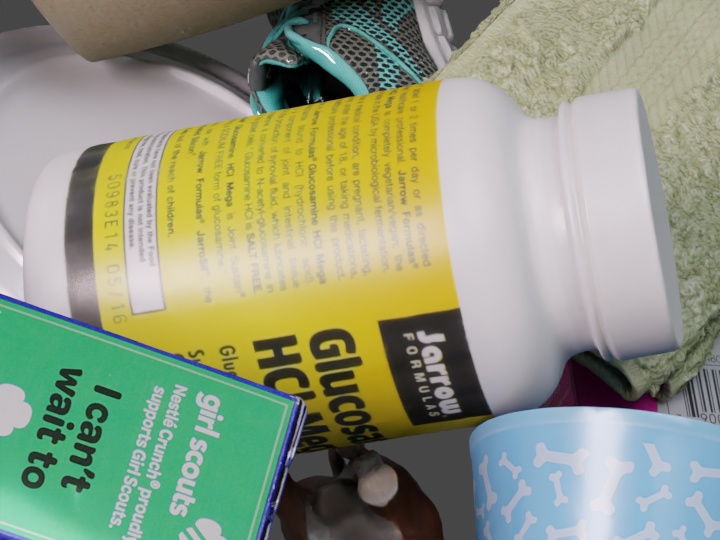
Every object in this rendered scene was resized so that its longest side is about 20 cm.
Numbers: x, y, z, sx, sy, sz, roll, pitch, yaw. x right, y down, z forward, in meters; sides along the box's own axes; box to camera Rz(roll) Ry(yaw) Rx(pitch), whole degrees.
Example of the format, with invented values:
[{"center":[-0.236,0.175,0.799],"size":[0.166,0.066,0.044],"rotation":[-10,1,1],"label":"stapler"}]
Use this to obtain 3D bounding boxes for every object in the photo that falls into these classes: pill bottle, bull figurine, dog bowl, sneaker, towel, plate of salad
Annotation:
[{"center":[0.000,0.000,0.718],"size":[0.199,0.113,0.113],"rotation":[-10,55,12],"label":"pill bottle"},{"center":[0.023,0.138,0.760],"size":[0.065,0.122,0.200],"rotation":[-32,60,-1],"label":"bull figurine"},{"center":[0.098,0.104,0.738],"size":[0.111,0.200,0.050],"rotation":[2,67,18],"label":"dog bowl"},{"center":[-0.009,-0.086,0.887],"size":[0.091,0.078,0.200],"rotation":[8,34,-35],"label":"sneaker"},{"center":[0.100,-0.051,0.827],"size":[0.148,0.037,0.200],"rotation":[35,54,8],"label":"towel"},{"center":[-0.087,-0.018,0.856],"size":[0.199,0.048,0.201],"rotation":[15,45,-15],"label":"plate of salad"}]

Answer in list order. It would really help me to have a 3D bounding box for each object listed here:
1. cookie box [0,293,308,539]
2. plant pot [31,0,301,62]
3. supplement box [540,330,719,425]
[{"center":[-0.133,0.070,0.628],"size":[0.199,0.171,0.076],"rotation":[19,56,-5],"label":"cookie box"},{"center":[-0.049,-0.175,0.845],"size":[0.199,0.187,0.188],"rotation":[-34,67,5],"label":"plant pot"},{"center":[0.107,0.015,0.869],"size":[0.101,0.104,0.201],"rotation":[5,57,-14],"label":"supplement box"}]
